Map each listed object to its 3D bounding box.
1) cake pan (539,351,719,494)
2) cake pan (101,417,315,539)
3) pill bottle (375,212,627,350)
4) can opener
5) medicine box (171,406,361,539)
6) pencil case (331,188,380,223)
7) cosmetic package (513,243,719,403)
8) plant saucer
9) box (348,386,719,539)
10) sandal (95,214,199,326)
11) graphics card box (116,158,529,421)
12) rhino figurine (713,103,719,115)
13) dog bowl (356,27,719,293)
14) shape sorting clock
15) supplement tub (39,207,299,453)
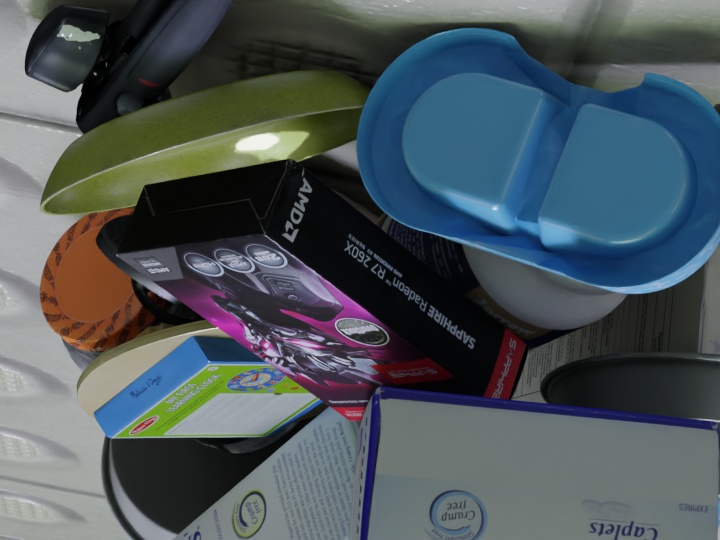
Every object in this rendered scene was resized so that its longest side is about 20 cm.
[{"bbox_3d":[0.204,0.095,1.307,0.200,0.037,0.200,7,162,2],"label":"cake pan"},{"bbox_3d":[-0.092,0.125,1.600,0.200,0.200,0.037,7,150,11],"label":"cake pan"},{"bbox_3d":[0.089,-0.014,1.250,0.116,0.116,0.200,18,159,-20],"label":"pill bottle"},{"bbox_3d":[-0.110,-0.118,1.141,0.079,0.063,0.200,5,164,-29],"label":"can opener"},{"bbox_3d":[-0.003,0.202,1.486,0.182,0.103,0.200,25,124,-39],"label":"medicine box"},{"bbox_3d":[0.000,0.000,1.392,0.200,0.078,0.089,26,175,-37],"label":"pencil case"},{"bbox_3d":[0.177,0.037,1.366,0.071,0.105,0.200,18,160,-27],"label":"cosmetic package"},{"bbox_3d":[-0.081,-0.072,1.197,0.200,0.031,0.200,-16,175,-1],"label":"plant saucer"},{"bbox_3d":[0.088,0.134,1.204,0.184,0.105,0.200,6,170,-2],"label":"box"},{"bbox_3d":[-0.093,0.015,1.379,0.200,0.075,0.048,17,119,-50],"label":"sandal"},{"bbox_3d":[-0.019,0.016,1.195,0.125,0.051,0.200,-5,145,45],"label":"graphics card box"},{"bbox_3d":[0.254,-0.086,1.046,0.087,0.060,0.200,0,165,-24],"label":"rhino figurine"},{"bbox_3d":[0.097,-0.052,1.117,0.200,0.112,0.050,18,171,23],"label":"dog bowl"},{"bbox_3d":[-0.080,0.065,1.392,0.200,0.039,0.200,-11,160,-4],"label":"shape sorting clock"},{"bbox_3d":[-0.121,0.039,1.494,0.122,0.123,0.200,-1,157,30],"label":"supplement tub"}]
